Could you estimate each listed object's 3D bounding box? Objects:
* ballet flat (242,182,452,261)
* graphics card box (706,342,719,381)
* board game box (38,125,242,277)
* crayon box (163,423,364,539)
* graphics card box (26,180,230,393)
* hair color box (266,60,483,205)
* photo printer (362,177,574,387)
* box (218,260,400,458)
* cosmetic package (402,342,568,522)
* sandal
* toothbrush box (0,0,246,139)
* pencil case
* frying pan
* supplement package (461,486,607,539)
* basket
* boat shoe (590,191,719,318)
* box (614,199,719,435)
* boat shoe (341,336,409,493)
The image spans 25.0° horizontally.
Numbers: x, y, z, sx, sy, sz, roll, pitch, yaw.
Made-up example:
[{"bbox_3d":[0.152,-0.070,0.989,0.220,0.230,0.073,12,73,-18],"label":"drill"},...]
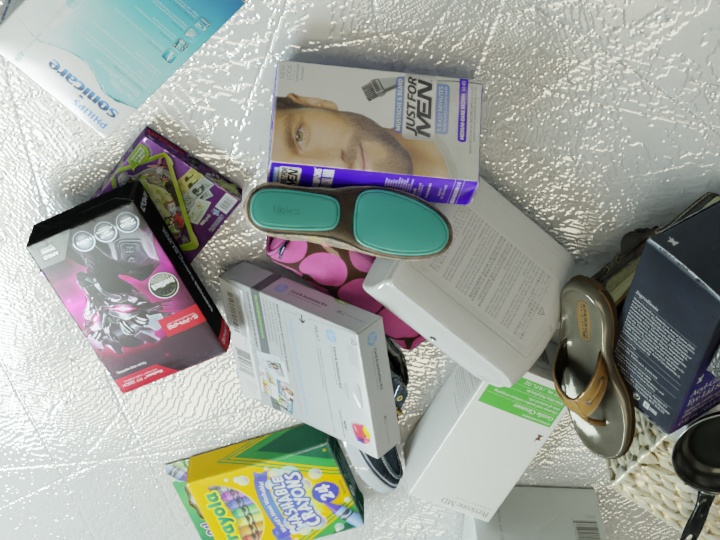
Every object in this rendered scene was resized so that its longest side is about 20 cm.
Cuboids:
[{"bbox_3d":[-0.012,-0.050,1.546,0.200,0.067,0.068,12,85,-4],"label":"ballet flat"},{"bbox_3d":[0.430,0.036,1.565,0.200,0.051,0.126,-19,142,-38],"label":"graphics card box"},{"bbox_3d":[-0.225,-0.039,1.659,0.120,0.032,0.200,32,116,-22],"label":"board game box"},{"bbox_3d":[-0.109,0.253,1.829,0.200,0.052,0.126,-17,121,10],"label":"crayon box"},{"bbox_3d":[-0.231,0.019,1.642,0.125,0.051,0.200,-21,118,13],"label":"graphics card box"},{"bbox_3d":[0.014,-0.131,1.553,0.200,0.110,0.065,4,160,-3],"label":"hair color box"},{"bbox_3d":[0.118,0.008,1.626,0.200,0.069,0.167,37,69,-22],"label":"photo printer"},{"bbox_3d":[-0.053,0.089,1.663,0.200,0.041,0.156,21,133,40],"label":"box"},{"bbox_3d":[0.138,0.163,1.759,0.107,0.085,0.200,20,118,-17],"label":"cosmetic package"},{"bbox_3d":[0.227,0.103,1.631,0.082,0.055,0.200,18,126,41],"label":"sandal"},{"bbox_3d":[-0.222,-0.244,1.498,0.146,0.085,0.200,39,113,-23],"label":"toothbrush box"},{"bbox_3d":[0.000,0.000,1.649,0.200,0.091,0.094,33,136,-23],"label":"pencil case"},{"bbox_3d":[0.378,0.211,1.665,0.115,0.031,0.190,-6,128,8],"label":"frying pan"},{"bbox_3d":[0.192,0.370,1.848,0.150,0.152,0.200,2,122,-3],"label":"supplement package"},{"bbox_3d":[0.368,0.202,1.760,0.200,0.136,0.123,34,119,-19],"label":"basket"},{"bbox_3d":[0.290,-0.013,1.661,0.200,0.065,0.073,-44,149,4],"label":"boat shoe"},{"bbox_3d":[0.343,0.041,1.616,0.148,0.104,0.200,-26,146,-31],"label":"box"},{"bbox_3d":[0.021,0.153,1.756,0.091,0.071,0.200,-20,118,16],"label":"boat shoe"}]
